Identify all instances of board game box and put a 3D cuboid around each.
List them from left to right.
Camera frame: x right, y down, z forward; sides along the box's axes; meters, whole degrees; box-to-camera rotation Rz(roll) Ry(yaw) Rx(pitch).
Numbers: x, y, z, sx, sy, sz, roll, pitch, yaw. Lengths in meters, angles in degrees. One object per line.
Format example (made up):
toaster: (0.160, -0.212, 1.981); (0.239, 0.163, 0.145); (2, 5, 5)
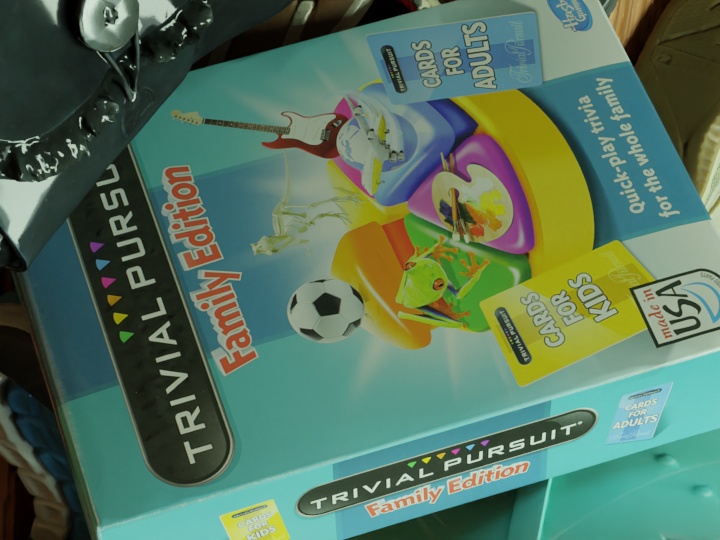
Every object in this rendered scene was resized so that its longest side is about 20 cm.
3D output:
board game box: (0.000, 0.000, 0.761); (0.199, 0.152, 0.047); (-16, 144, -10)

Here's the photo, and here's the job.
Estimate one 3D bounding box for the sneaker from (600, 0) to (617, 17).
sneaker: (0.060, -0.181, 0.917); (0.104, 0.060, 0.201); (-24, 117, -65)

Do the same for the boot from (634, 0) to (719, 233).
boot: (0.142, -0.019, 1.204); (0.201, 0.072, 0.155); (-58, 155, -18)

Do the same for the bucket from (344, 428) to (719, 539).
bucket: (0.065, 0.118, 0.826); (0.206, 0.135, 0.208); (-23, 137, -24)

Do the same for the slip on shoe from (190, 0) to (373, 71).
slip on shoe: (-0.011, -0.138, 0.832); (0.061, 0.076, 0.201); (68, 47, -88)

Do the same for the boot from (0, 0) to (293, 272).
boot: (-0.086, -0.114, 0.698); (0.168, 0.076, 0.201); (-44, 136, -25)

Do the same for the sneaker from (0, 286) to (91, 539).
sneaker: (-0.073, 0.061, 0.872); (0.087, 0.075, 0.201); (-56, 153, -34)

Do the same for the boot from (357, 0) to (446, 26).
boot: (0.049, -0.012, 0.970); (0.153, 0.073, 0.205); (8, 70, -59)
